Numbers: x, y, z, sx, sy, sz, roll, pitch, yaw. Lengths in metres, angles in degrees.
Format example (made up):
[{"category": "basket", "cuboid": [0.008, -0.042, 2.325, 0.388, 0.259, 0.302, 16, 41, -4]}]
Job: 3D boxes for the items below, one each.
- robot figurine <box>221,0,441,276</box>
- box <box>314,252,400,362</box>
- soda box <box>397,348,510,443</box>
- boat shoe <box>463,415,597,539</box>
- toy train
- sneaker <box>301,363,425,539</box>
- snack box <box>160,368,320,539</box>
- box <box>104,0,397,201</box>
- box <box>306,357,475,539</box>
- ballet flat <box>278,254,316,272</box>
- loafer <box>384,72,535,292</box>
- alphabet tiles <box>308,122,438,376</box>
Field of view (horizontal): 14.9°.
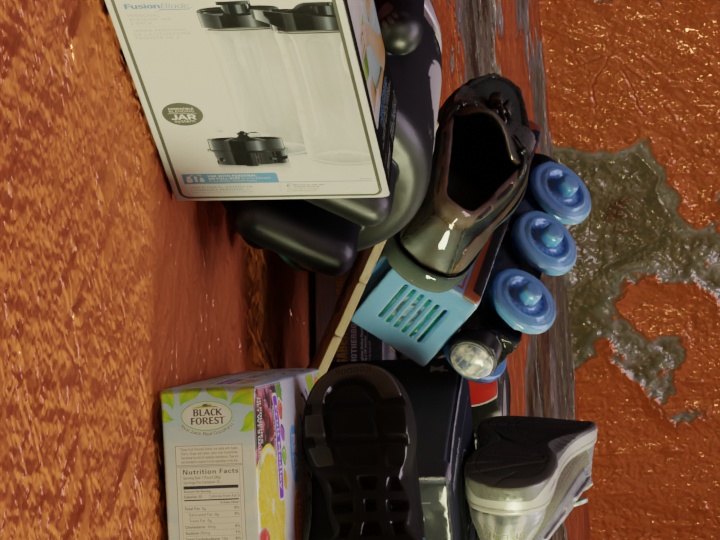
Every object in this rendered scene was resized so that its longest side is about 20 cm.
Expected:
[{"category": "robot figurine", "cuboid": [-0.016, -0.089, 1.507, 0.200, 0.150, 0.125, -83, 151, -48]}, {"category": "box", "cuboid": [0.007, 0.033, 1.880, 0.200, 0.048, 0.159, 52, 35, -76]}, {"category": "soda box", "cuboid": [0.061, 0.048, 1.861, 0.200, 0.063, 0.071, 76, 14, -49]}, {"category": "boat shoe", "cuboid": [0.106, 0.135, 1.736, 0.202, 0.074, 0.065, -45, 137, -74]}, {"category": "toy train", "cuboid": [0.071, -0.019, 1.718, 0.087, 0.114, 0.200, -47, -166, 42]}, {"category": "sneaker", "cuboid": [0.007, 0.149, 1.408, 0.079, 0.075, 0.201, 76, 14, -60]}, {"category": "snack box", "cuboid": [-0.056, 0.125, 1.421, 0.200, 0.053, 0.143, 0, 88, -82]}, {"category": "box", "cuboid": [-0.053, -0.114, 1.319, 0.200, 0.116, 0.060, 77, 16, -55]}, {"category": "box", "cuboid": [0.019, 0.177, 1.718, 0.149, 0.107, 0.201, -76, 162, -63]}, {"category": "ballet flat", "cuboid": [-0.009, -0.067, 1.711, 0.200, 0.070, 0.071, -74, 159, -60]}, {"category": "loafer", "cuboid": [0.072, -0.064, 1.652, 0.063, 0.072, 0.200, -57, -175, 39]}, {"category": "alphabet tiles", "cuboid": [0.000, 0.000, 1.633, 0.167, 0.008, 0.201, -98, -147, -85]}]
